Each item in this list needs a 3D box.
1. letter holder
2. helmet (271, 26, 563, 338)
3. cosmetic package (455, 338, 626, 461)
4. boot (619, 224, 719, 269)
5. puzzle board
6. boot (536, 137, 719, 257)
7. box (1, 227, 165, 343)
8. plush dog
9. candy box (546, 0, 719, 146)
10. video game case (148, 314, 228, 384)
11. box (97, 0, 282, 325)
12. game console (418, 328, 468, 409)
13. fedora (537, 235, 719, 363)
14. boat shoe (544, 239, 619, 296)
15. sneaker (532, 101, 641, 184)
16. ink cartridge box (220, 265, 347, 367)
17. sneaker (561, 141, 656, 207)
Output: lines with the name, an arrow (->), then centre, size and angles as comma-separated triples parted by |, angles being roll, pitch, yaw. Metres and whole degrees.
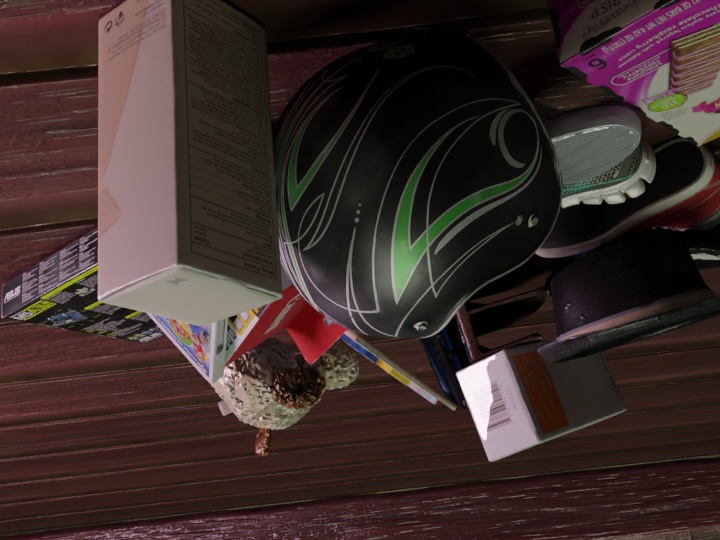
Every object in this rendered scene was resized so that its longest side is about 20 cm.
letter holder -> 0.169, 0.049, 1.088 | 0.141, 0.101, 0.200 | -17, 167, -3
helmet -> 0.024, -0.056, 0.673 | 0.190, 0.200, 0.200 | -35, 162, -12
cosmetic package -> 0.202, 0.133, 1.034 | 0.071, 0.102, 0.199 | -31, 164, 37
boot -> 0.380, -0.014, 1.080 | 0.196, 0.074, 0.163 | 0, 157, 5
puzzle board -> 0.017, 0.100, 1.118 | 0.150, 0.017, 0.200 | 38, 177, -21
boot -> 0.278, -0.053, 0.960 | 0.199, 0.073, 0.144 | -24, 154, 30
box -> -0.257, 0.023, 1.039 | 0.199, 0.048, 0.192 | -23, 151, 38
plush dog -> -0.119, 0.131, 1.117 | 0.198, 0.162, 0.172 | 15, 168, 15
candy box -> 0.246, -0.167, 0.672 | 0.199, 0.062, 0.136 | 14, 151, -42
video game case -> -0.166, -0.001, 0.836 | 0.018, 0.143, 0.201 | -34, 157, -30
box -> -0.112, -0.075, 0.614 | 0.077, 0.202, 0.095 | -19, 155, 33
game console -> 0.039, 0.093, 1.101 | 0.118, 0.172, 0.200 | -23, 177, -2
fedora -> 0.259, 0.021, 0.920 | 0.199, 0.092, 0.201 | -16, 169, -3
boat shoe -> 0.261, -0.002, 1.082 | 0.074, 0.094, 0.200 | 18, -170, 2
sneaker -> 0.134, -0.107, 0.764 | 0.073, 0.071, 0.199 | 24, 154, -38
ink cartridge box -> -0.091, 0.002, 0.833 | 0.084, 0.176, 0.200 | -32, 171, -29
sneaker -> 0.157, -0.090, 0.847 | 0.199, 0.078, 0.091 | -22, 146, 17
